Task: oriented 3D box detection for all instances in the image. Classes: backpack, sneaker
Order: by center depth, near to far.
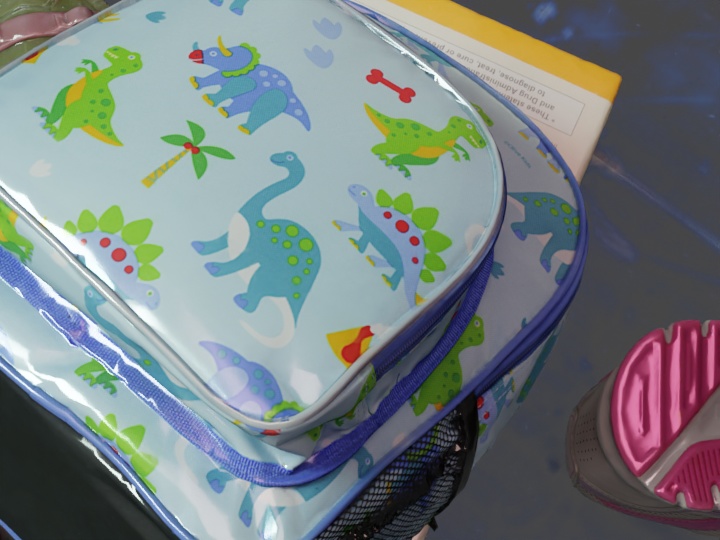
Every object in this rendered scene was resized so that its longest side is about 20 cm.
[{"bbox_3d":[-0.030,0.000,0.718,0.183,0.147,0.200,40,52,16],"label":"backpack"},{"bbox_3d":[0.159,0.057,0.851,0.199,0.088,0.082,8,77,-25],"label":"sneaker"}]

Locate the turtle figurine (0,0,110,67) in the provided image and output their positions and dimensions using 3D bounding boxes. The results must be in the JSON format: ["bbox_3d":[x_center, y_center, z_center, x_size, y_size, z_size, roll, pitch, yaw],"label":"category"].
[{"bbox_3d":[-0.113,-0.069,0.859,0.149,0.101,0.201,-8,69,-11],"label":"turtle figurine"}]

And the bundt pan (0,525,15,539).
[{"bbox_3d":[-0.106,0.121,0.756,0.201,0.202,0.076,28,116,4],"label":"bundt pan"}]

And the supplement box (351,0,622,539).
[{"bbox_3d":[0.000,0.000,0.856,0.125,0.074,0.201,25,75,4],"label":"supplement box"}]
